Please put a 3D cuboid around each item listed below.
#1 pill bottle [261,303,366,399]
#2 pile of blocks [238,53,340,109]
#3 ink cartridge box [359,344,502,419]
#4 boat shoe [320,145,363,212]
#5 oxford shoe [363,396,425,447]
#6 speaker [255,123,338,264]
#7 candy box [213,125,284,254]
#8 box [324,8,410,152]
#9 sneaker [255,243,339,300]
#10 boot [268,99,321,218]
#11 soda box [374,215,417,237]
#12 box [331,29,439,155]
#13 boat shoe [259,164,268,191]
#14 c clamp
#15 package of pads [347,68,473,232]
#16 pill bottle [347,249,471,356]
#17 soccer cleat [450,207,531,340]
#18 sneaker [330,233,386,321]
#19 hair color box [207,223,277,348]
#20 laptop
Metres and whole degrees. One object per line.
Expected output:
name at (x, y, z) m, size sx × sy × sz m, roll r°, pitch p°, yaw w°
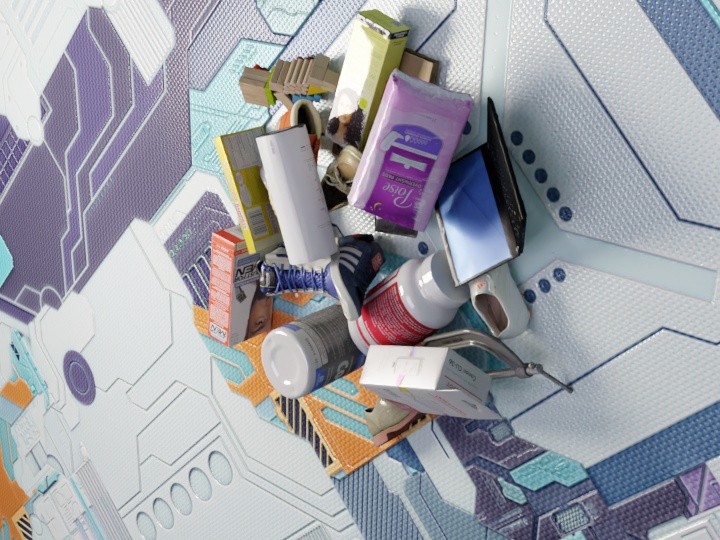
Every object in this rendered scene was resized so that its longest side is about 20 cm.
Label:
pill bottle at (-0.053, 0.120, 1.586) m, size 0.113 × 0.198 × 0.116 m, roll 16°, pitch 115°, yaw 38°
pile of blocks at (-0.106, -0.309, 1.593) m, size 0.197 × 0.082 × 0.063 m, roll 3°, pitch 64°, yaw 32°
ink cartridge box at (0.109, 0.163, 1.445) m, size 0.198 × 0.116 × 0.069 m, roll -1°, pitch 63°, yaw 46°
boat shoe at (-0.023, -0.132, 1.506) m, size 0.073 × 0.063 × 0.200 m, roll 42°, pitch 164°, yaw 0°
oxford shoe at (0.064, 0.218, 1.604) m, size 0.200 × 0.070 × 0.074 m, roll -44°, pitch 72°, yaw 42°
speaker at (-0.094, -0.113, 1.494) m, size 0.080 × 0.081 × 0.203 m, roll -4°, pitch 106°, yaw 43°
candy box at (-0.177, -0.138, 1.676) m, size 0.026 × 0.101 × 0.203 m, roll -14°, pitch 95°, yaw 43°
box at (0.008, -0.276, 1.462) m, size 0.075 × 0.050 × 0.203 m, roll 34°, pitch 125°, yaw 27°
sneaker at (-0.105, 0.013, 1.654) m, size 0.197 × 0.114 × 0.082 m, roll 17°, pitch 117°, yaw 38°
boot at (-0.098, -0.168, 1.557) m, size 0.107 × 0.074 × 0.204 m, roll 148°, pitch 121°, yaw -64°
soda box at (0.068, -0.154, 1.445) m, size 0.069 × 0.064 × 0.203 m, roll 8°, pitch 117°, yaw -4°
box at (0.034, -0.244, 1.500) m, size 0.162 × 0.021 × 0.203 m, roll 29°, pitch 122°, yaw 31°
boat shoe at (-0.098, -0.114, 1.633) m, size 0.202 × 0.070 × 0.069 m, roll 57°, pitch 133°, yaw 14°
c clamp at (0.186, 0.141, 1.450) m, size 0.170 × 0.027 × 0.199 m, roll 40°, pitch 153°, yaw -25°
package of pads at (0.067, -0.165, 1.361) m, size 0.119 × 0.076 × 0.203 m, roll 18°, pitch 116°, yaw -5°
pill bottle at (0.077, 0.052, 1.503) m, size 0.199 × 0.111 × 0.113 m, roll -37°, pitch 79°, yaw 43°
soccer cleat at (0.179, 0.003, 1.415) m, size 0.069 × 0.077 × 0.203 m, roll -30°, pitch 83°, yaw 44°
sneaker at (0.000, 0.000, 1.518) m, size 0.083 × 0.201 × 0.076 m, roll -15°, pitch 124°, yaw 4°
hair color box at (-0.209, 0.022, 1.757) m, size 0.063 × 0.110 × 0.203 m, roll 26°, pitch 122°, yaw 33°
laptop at (0.154, -0.101, 1.344) m, size 0.101 × 0.200 × 0.180 m, roll -14°, pitch 70°, yaw 2°
